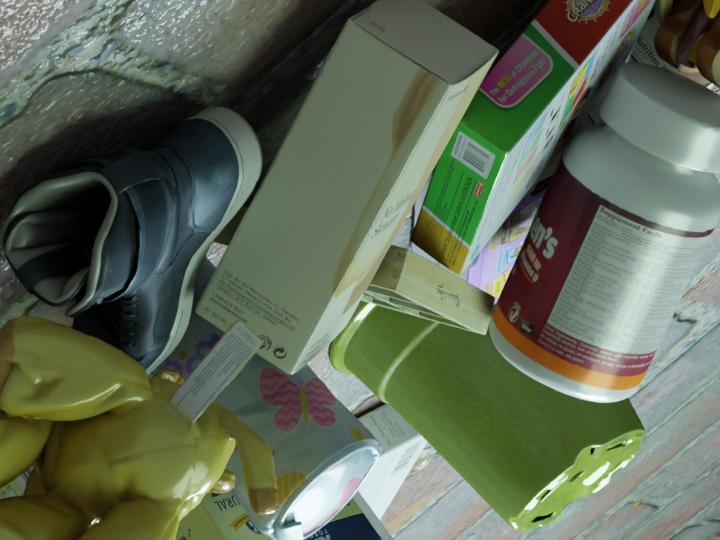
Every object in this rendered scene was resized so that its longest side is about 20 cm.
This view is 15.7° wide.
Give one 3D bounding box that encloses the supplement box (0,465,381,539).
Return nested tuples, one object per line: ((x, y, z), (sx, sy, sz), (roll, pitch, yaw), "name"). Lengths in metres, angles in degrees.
((-0.135, 0.163, 1.672), (0.134, 0.200, 0.200), (-11, 149, -53), "supplement box")

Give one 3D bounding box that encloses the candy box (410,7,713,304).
((0.136, -0.071, 1.803), (0.199, 0.072, 0.168), (-32, 161, -14), "candy box")

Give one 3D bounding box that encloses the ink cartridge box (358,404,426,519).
((-0.039, 0.197, 2.179), (0.173, 0.044, 0.200), (-25, 159, -30), "ink cartridge box")

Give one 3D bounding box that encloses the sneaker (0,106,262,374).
((-0.148, 0.006, 1.443), (0.146, 0.077, 0.203), (-30, 155, -49), "sneaker")

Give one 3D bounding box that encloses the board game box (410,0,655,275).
((0.113, -0.110, 1.612), (0.200, 0.040, 0.153), (-50, 169, -28), "board game box")

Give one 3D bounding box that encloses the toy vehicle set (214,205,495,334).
((0.000, 0.000, 1.656), (0.200, 0.124, 0.027), (26, 80, -69), "toy vehicle set")

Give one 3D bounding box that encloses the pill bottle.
((0.167, -0.025, 1.684), (0.109, 0.109, 0.201), (-10, 128, -54), "pill bottle")

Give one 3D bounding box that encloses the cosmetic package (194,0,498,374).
((-0.008, -0.051, 1.481), (0.201, 0.071, 0.105), (-61, 172, 24), "cosmetic package")

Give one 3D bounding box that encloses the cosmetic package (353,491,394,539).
((-0.036, 0.184, 1.900), (0.052, 0.200, 0.151), (-31, 162, -16), "cosmetic package")

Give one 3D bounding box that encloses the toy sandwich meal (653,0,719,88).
((0.264, -0.206, 1.668), (0.205, 0.070, 0.205), (-40, 160, -17), "toy sandwich meal")

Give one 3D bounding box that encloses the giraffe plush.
((-0.141, 0.102, 1.424), (0.199, 0.173, 0.162), (-32, 180, -9), "giraffe plush")

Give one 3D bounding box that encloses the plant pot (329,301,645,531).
((0.111, 0.083, 1.944), (0.199, 0.190, 0.200), (-32, 161, -13), "plant pot")

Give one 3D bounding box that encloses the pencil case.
((-0.080, 0.069, 1.555), (0.091, 0.200, 0.083), (-32, 156, -33), "pencil case")
